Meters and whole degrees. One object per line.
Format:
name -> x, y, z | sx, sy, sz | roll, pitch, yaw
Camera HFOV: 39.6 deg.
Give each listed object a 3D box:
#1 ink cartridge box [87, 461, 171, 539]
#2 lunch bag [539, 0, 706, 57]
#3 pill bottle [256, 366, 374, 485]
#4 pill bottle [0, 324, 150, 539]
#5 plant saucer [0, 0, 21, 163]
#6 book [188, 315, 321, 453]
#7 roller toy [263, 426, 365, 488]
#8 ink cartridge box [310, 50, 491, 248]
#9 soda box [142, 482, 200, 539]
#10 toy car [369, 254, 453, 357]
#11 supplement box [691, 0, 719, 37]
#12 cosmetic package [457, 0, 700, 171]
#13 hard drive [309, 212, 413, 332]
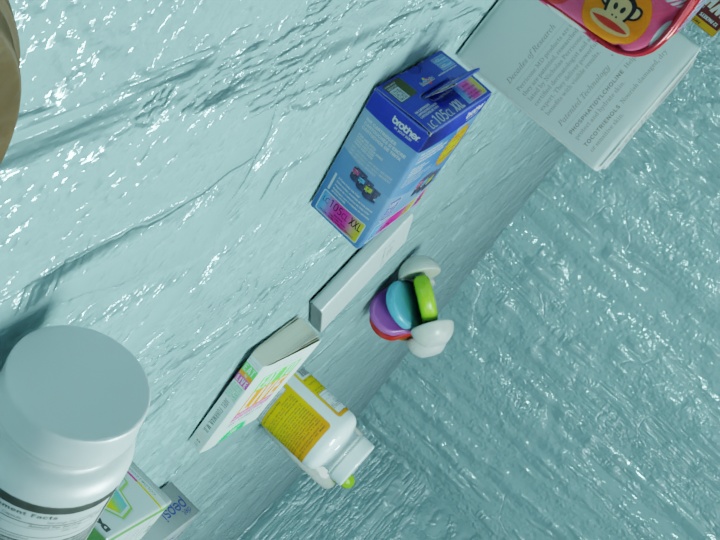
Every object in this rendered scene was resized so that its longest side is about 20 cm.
ink cartridge box -> -0.260, 0.215, 0.903 | 0.059, 0.104, 0.200 | -50, 171, 8
lunch bag -> 0.159, -0.254, 0.632 | 0.082, 0.200, 0.176 | -38, 164, -54
pill bottle -> -0.078, 0.240, 1.572 | 0.111, 0.200, 0.111 | -47, 171, -10
pill bottle -> -0.227, 0.136, 0.701 | 0.114, 0.114, 0.200 | -36, 165, -53
plant saucer -> -0.202, -0.037, 0.370 | 0.200, 0.029, 0.200 | -47, 170, -11
book -> -0.154, 0.165, 1.417 | 0.133, 0.048, 0.200 | -29, 161, -54
roller toy -> -0.083, 0.311, 1.920 | 0.140, 0.200, 0.182 | -47, -154, -10
ink cartridge box -> 0.046, -0.134, 1.011 | 0.136, 0.076, 0.200 | -39, 165, -47
soda box -> -0.315, 0.380, 1.446 | 0.063, 0.068, 0.200 | -50, 171, 17
toy car -> 0.089, 0.076, 1.931 | 0.149, 0.176, 0.200 | -10, 164, -7
supplement box -> 0.936, -0.739, 2.545 | 0.200, 0.133, 0.197 | -41, 169, -41
cosmetic package -> 0.248, -0.238, 1.127 | 0.167, 0.200, 0.167 | -51, 170, 15
hard drive -> 0.000, 0.000, 1.498 | 0.200, 0.026, 0.132 | -46, 171, -15
